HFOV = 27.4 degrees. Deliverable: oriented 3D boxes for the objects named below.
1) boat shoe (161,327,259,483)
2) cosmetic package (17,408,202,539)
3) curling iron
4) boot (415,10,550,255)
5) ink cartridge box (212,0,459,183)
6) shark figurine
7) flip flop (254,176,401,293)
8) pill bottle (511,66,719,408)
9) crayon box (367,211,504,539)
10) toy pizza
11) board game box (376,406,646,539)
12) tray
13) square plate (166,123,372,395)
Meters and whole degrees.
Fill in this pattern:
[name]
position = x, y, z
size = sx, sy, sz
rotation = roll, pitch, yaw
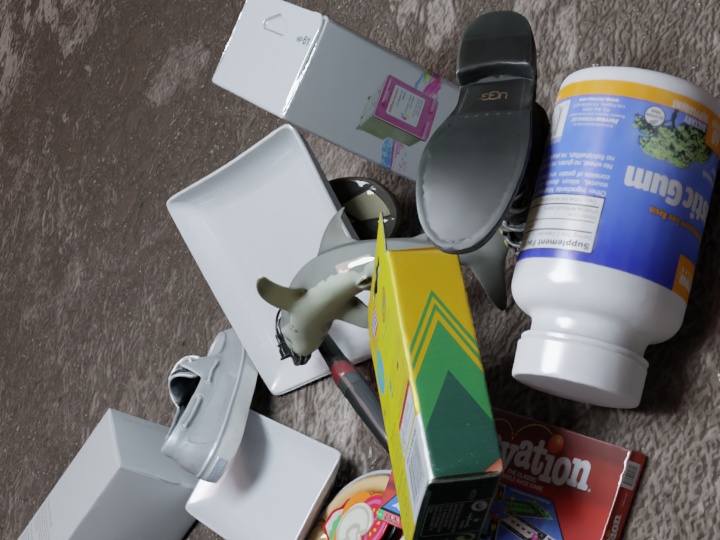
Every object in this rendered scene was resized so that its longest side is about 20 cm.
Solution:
[boat shoe]
position = -0.138, 0.109, 1.313
size = 0.072, 0.068, 0.200
rotation = -53, 17, 33
[cosmetic package]
position = -0.234, 0.238, 1.380
size = 0.200, 0.107, 0.085
rotation = -53, 34, 20
[curling iron]
position = -0.010, 0.094, 1.178
size = 0.200, 0.026, 0.050
rotation = 44, 132, 39
[boot]
position = 0.103, -0.059, 1.012
size = 0.069, 0.174, 0.200
rotation = 5, 59, 21
[ink cartridge box]
position = 0.003, -0.134, 1.162
size = 0.144, 0.200, 0.085
rotation = 32, 97, 58
[shark figurine]
position = 0.008, -0.012, 1.110
size = 0.214, 0.128, 0.090
rotation = -21, 51, 26
[flip flop]
position = -0.025, -0.018, 1.268
size = 0.081, 0.058, 0.200
rotation = 49, 137, 10
[pill bottle]
position = 0.160, -0.018, 0.942
size = 0.112, 0.112, 0.200
rotation = -2, 70, 56
[crayon box]
position = 0.045, 0.074, 0.982
size = 0.127, 0.051, 0.200
rotation = 98, 164, -58
[toy pizza]
position = -0.005, 0.245, 1.099
size = 0.200, 0.032, 0.201
rotation = -33, 47, 44
[board game box]
position = 0.096, 0.147, 0.998
size = 0.200, 0.019, 0.103
rotation = 13, 81, 49
[tray]
position = -0.080, 0.183, 1.245
size = 0.200, 0.022, 0.108
rotation = 14, 74, 61
[square plate]
position = -0.060, -0.006, 1.243
size = 0.198, 0.028, 0.200
rotation = -25, 95, 49
